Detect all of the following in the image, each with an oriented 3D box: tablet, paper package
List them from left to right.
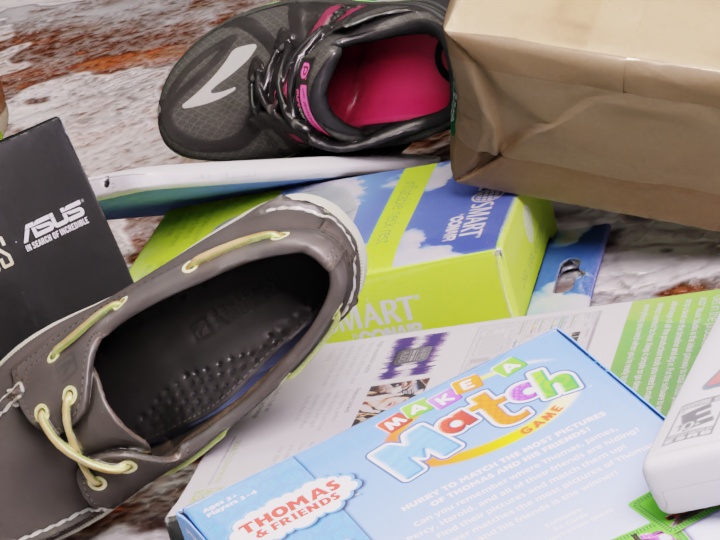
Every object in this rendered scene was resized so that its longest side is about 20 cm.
[{"bbox_3d":[-0.071,-0.037,1.343,0.130,0.014,0.200,-10,-2,41],"label":"tablet"},{"bbox_3d":[0.145,-0.125,1.243,0.190,0.104,0.200,10,56,13],"label":"paper package"}]

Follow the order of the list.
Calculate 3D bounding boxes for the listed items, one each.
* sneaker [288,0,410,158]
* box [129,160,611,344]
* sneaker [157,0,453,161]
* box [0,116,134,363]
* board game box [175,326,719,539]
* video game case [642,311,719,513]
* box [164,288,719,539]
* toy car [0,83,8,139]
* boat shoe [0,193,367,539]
[{"bbox_3d":[0.022,-0.106,1.445,0.200,0.070,0.093,-29,14,33],"label":"sneaker"},{"bbox_3d":[0.000,0.000,1.271,0.199,0.048,0.122,-10,21,15],"label":"box"},{"bbox_3d":[-0.016,-0.089,1.357,0.200,0.077,0.084,-10,3,32],"label":"sneaker"},{"bbox_3d":[-0.209,0.022,1.215,0.164,0.086,0.200,-26,4,-29],"label":"box"},{"bbox_3d":[0.047,0.099,0.940,0.151,0.037,0.200,-25,31,-14],"label":"board game box"},{"bbox_3d":[0.202,0.003,0.937,0.200,0.024,0.182,-16,21,29],"label":"video game case"},{"bbox_3d":[0.042,0.061,1.099,0.199,0.036,0.144,-9,21,18],"label":"box"},{"bbox_3d":[-0.287,-0.138,1.607,0.157,0.201,0.164,-18,20,-8],"label":"toy car"},{"bbox_3d":[-0.086,0.043,1.101,0.201,0.072,0.061,-38,6,9],"label":"boat shoe"}]
